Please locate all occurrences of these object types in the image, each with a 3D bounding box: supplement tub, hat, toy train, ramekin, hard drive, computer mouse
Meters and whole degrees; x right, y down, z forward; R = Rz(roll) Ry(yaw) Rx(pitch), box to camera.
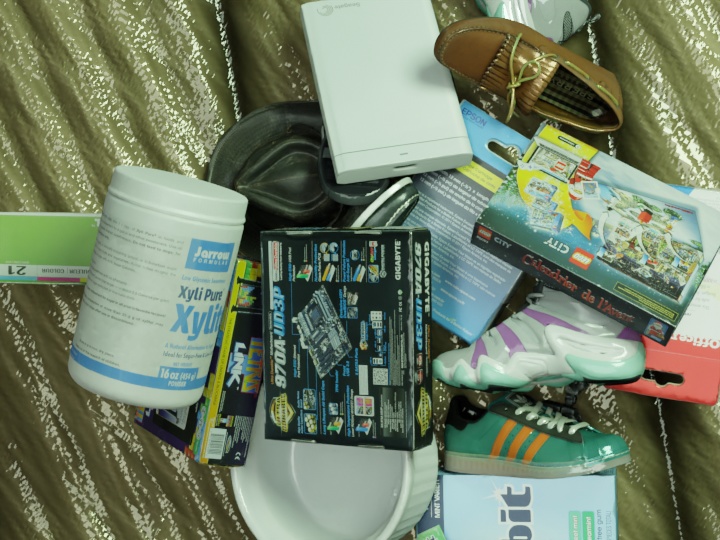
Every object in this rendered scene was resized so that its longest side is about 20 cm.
[{"bbox_3d":[-0.188,0.015,1.202,0.131,0.132,0.201,17,99,11],"label":"supplement tub"},{"bbox_3d":[-0.073,-0.086,1.324,0.200,0.081,0.202,0,91,12],"label":"hat"},{"bbox_3d":[0.208,0.089,1.292,0.046,0.034,0.201,13,94,24],"label":"toy train"},{"bbox_3d":[-0.020,0.189,1.285,0.200,0.098,0.202,-2,86,29],"label":"ramekin"},{"bbox_3d":[0.023,-0.183,1.270,0.131,0.027,0.201,-9,63,-7],"label":"hard drive"},{"bbox_3d":[0.026,-0.144,1.290,0.140,0.046,0.201,0,62,-3],"label":"computer mouse"}]

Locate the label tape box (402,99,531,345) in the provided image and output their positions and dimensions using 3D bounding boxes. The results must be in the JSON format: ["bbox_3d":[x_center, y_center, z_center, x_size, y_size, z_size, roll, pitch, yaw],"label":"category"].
[{"bbox_3d":[0.110,-0.046,1.295,0.143,0.066,0.200,33,95,11],"label":"label tape box"}]

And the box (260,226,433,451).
[{"bbox_3d":[-0.013,0.061,1.197,0.158,0.046,0.201,0,93,28],"label":"box"}]

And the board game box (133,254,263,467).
[{"bbox_3d":[-0.156,0.079,1.307,0.057,0.165,0.201,10,94,-32],"label":"board game box"}]

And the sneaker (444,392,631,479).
[{"bbox_3d":[0.164,0.156,1.255,0.199,0.071,0.080,-4,90,36],"label":"sneaker"}]

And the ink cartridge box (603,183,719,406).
[{"bbox_3d":[0.302,0.020,1.252,0.116,0.067,0.201,9,92,13],"label":"ink cartridge box"}]

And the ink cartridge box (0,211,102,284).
[{"bbox_3d":[-0.302,-0.022,1.312,0.147,0.200,0.076,2,91,12],"label":"ink cartridge box"}]

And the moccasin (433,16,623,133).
[{"bbox_3d":[0.161,-0.180,1.234,0.201,0.078,0.074,24,124,-24],"label":"moccasin"}]

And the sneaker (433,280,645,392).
[{"bbox_3d":[0.164,0.041,1.226,0.199,0.078,0.141,-4,78,14],"label":"sneaker"}]

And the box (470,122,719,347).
[{"bbox_3d":[0.219,-0.036,1.183,0.199,0.038,0.137,29,61,13],"label":"box"}]

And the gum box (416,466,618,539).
[{"bbox_3d":[0.157,0.284,1.296,0.199,0.045,0.171,-1,90,13],"label":"gum box"}]

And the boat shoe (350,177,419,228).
[{"bbox_3d":[0.000,0.000,1.255,0.060,0.076,0.200,43,111,12],"label":"boat shoe"}]

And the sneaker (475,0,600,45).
[{"bbox_3d":[0.164,-0.313,1.281,0.140,0.078,0.200,-31,94,9],"label":"sneaker"}]
